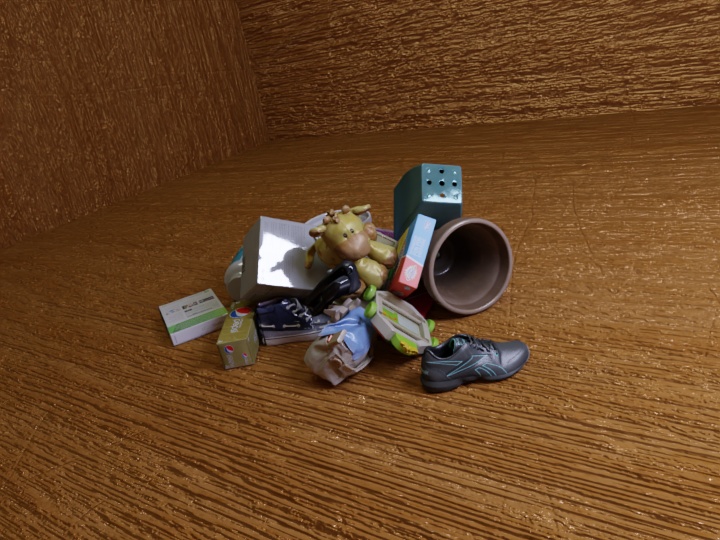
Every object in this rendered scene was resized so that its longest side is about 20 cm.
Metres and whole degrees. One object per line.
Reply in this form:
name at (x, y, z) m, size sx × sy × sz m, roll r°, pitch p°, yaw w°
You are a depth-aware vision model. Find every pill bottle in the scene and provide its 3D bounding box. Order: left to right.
pill bottle at (-0.294, 0.008, 1.523) m, size 0.110 × 0.111 × 0.200 m, roll -9°, pitch 23°, yaw 6°

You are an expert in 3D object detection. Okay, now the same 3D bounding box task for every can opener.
can opener at (-0.062, 0.037, 1.135) m, size 0.078 × 0.064 × 0.200 m, roll -13°, pitch -13°, yaw -32°

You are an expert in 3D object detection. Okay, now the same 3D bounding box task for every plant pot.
plant pot at (0.161, -0.161, 1.333) m, size 0.140 × 0.142 × 0.200 m, roll 3°, pitch -16°, yaw -6°
plant pot at (0.202, -0.019, 1.262) m, size 0.199 × 0.201 × 0.175 m, roll -18°, pitch 14°, yaw -16°

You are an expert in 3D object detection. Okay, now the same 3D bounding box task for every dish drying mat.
dish drying mat at (0.106, 0.093, 1.250) m, size 0.076 × 0.018 × 0.200 m, roll 2°, pitch 26°, yaw 27°

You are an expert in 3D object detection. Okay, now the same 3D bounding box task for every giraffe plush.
giraffe plush at (-0.024, -0.058, 1.163) m, size 0.199 × 0.162 × 0.173 m, roll 31°, pitch 69°, yaw 10°

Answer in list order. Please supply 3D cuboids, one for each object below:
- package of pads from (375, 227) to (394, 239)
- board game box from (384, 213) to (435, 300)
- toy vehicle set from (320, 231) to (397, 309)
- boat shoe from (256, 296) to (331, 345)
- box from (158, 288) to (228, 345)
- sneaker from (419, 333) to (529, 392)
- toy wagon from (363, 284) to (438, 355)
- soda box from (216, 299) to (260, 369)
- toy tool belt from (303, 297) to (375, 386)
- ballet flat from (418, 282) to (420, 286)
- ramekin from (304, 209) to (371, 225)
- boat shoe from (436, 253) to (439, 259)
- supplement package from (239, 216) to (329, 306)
package of pads at (0.038, -0.052, 1.411) m, size 0.199 × 0.076 × 0.121 m, roll 9°, pitch 34°, yaw -33°
board game box at (0.097, -0.015, 1.235) m, size 0.040 × 0.154 × 0.200 m, roll 19°, pitch -18°, yaw -4°
toy vehicle set at (0.000, 0.000, 1.268) m, size 0.026 × 0.124 × 0.201 m, roll -33°, pitch 35°, yaw 61°
boat shoe at (-0.131, 0.099, 1.253) m, size 0.199 × 0.093 × 0.075 m, roll -12°, pitch 23°, yaw 0°
box at (-0.416, 0.112, 1.440) m, size 0.144 × 0.037 × 0.200 m, roll -20°, pitch 23°, yaw -20°
sneaker at (0.198, 0.149, 0.997) m, size 0.199 × 0.080 × 0.075 m, roll -14°, pitch 23°, yaw -9°
toy wagon at (0.075, 0.106, 1.098) m, size 0.155 × 0.040 × 0.200 m, roll 31°, pitch 22°, yaw -13°
soda box at (-0.260, 0.134, 1.271) m, size 0.067 × 0.064 × 0.200 m, roll -11°, pitch 23°, yaw 1°
toy tool belt at (-0.019, 0.116, 1.104) m, size 0.124 × 0.123 × 0.200 m, roll 30°, pitch 35°, yaw 7°
ballet flat at (0.051, 0.031, 1.369) m, size 0.199 × 0.076 × 0.064 m, roll -15°, pitch 56°, yaw 5°
ramekin at (-0.060, -0.095, 1.662) m, size 0.199 × 0.106 × 0.200 m, roll -9°, pitch 22°, yaw 4°
boat shoe at (0.197, -0.025, 1.429) m, size 0.074 × 0.062 × 0.200 m, roll -33°, pitch 43°, yaw -15°
supplement package at (-0.152, -0.012, 1.300) m, size 0.199 × 0.153 × 0.151 m, roll 8°, pitch -19°, yaw -24°
